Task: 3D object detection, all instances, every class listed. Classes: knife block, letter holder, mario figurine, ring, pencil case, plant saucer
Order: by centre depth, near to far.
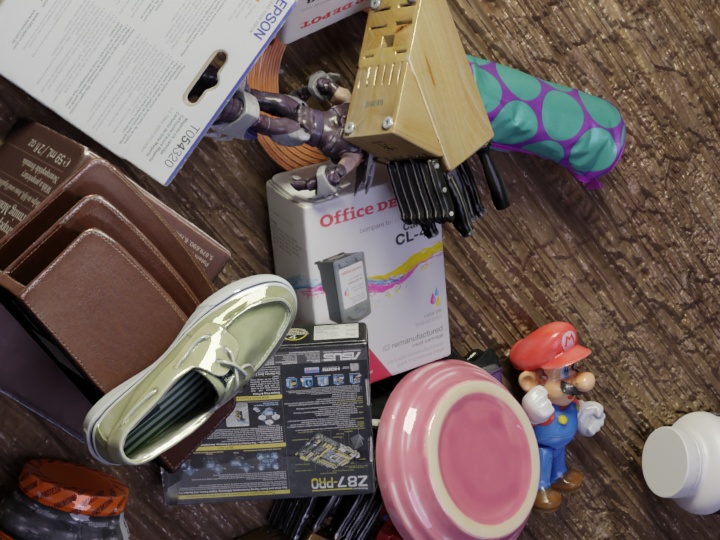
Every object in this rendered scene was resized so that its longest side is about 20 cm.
[{"bbox_3d":[-0.173,0.030,1.327,0.142,0.100,0.200,-45,122,-15],"label":"letter holder"},{"bbox_3d":[0.073,-0.135,1.518,0.175,0.064,0.201,22,74,-43],"label":"knife block"},{"bbox_3d":[-0.022,-0.180,1.600,0.200,0.019,0.201,-8,106,-28],"label":"ring"},{"bbox_3d":[0.103,0.183,1.640,0.200,0.051,0.201,12,71,-38],"label":"plant saucer"},{"bbox_3d":[0.163,-0.144,1.676,0.199,0.085,0.093,11,82,-31],"label":"pencil case"},{"bbox_3d":[-0.043,0.291,1.688,0.175,0.064,0.201,-19,111,-24],"label":"knife block"},{"bbox_3d":[0.209,0.149,1.763,0.106,0.124,0.201,-4,112,-3],"label":"mario figurine"}]

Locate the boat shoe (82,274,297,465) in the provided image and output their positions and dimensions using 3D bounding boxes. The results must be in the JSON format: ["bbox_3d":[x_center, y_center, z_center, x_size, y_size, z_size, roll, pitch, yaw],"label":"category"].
[{"bbox_3d":[-0.116,0.080,1.280,0.200,0.062,0.072,-42,121,-20],"label":"boat shoe"}]

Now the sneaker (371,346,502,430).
[{"bbox_3d":[0.055,0.112,1.703,0.199,0.076,0.088,0,90,-35],"label":"sneaker"}]

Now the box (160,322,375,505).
[{"bbox_3d":[-0.088,0.132,1.571,0.199,0.049,0.162,-4,112,0],"label":"box"}]

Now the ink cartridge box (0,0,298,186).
[{"bbox_3d":[-0.187,-0.205,1.423,0.200,0.043,0.197,35,101,-14],"label":"ink cartridge box"}]

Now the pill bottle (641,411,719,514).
[{"bbox_3d":[0.412,0.214,1.899,0.199,0.112,0.113,5,101,-30],"label":"pill bottle"}]

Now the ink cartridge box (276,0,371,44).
[{"bbox_3d":[-0.017,-0.303,1.463,0.146,0.084,0.200,-27,159,-19],"label":"ink cartridge box"}]

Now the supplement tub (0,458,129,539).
[{"bbox_3d":[-0.277,0.277,1.517,0.122,0.122,0.201,13,97,-32],"label":"supplement tub"}]

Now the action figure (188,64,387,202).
[{"bbox_3d":[-0.057,-0.130,1.519,0.199,0.130,0.069,15,137,-26],"label":"action figure"}]

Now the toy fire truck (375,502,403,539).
[{"bbox_3d":[0.025,0.293,1.683,0.141,0.049,0.200,-54,162,-44],"label":"toy fire truck"}]

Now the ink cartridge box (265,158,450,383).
[{"bbox_3d":[0.000,0.000,1.612,0.147,0.086,0.201,-18,119,-23],"label":"ink cartridge box"}]

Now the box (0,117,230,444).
[{"bbox_3d":[-0.250,0.008,1.433,0.164,0.166,0.200,37,83,-33],"label":"box"}]
